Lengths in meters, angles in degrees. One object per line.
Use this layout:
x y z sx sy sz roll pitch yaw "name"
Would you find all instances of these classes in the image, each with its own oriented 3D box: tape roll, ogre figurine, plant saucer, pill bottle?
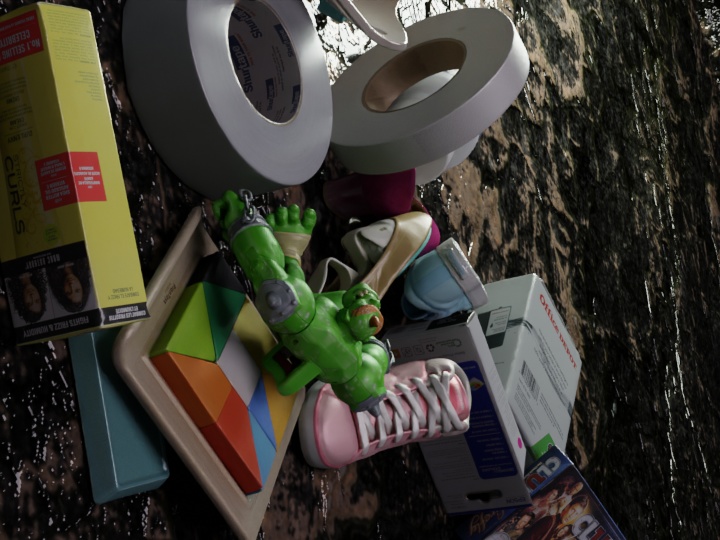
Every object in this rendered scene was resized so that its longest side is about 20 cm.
-0.101 -0.158 0.981 0.200 0.066 0.201 34 50 -52 "tape roll"
-0.034 0.036 0.929 0.120 0.098 0.200 -111 -178 -55 "ogre figurine"
-0.166 0.051 0.828 0.070 0.019 0.200 -2 79 -62 "plant saucer"
0.078 -0.169 1.262 0.111 0.111 0.200 65 31 -22 "pill bottle"
0.056 -0.167 1.129 0.037 0.202 0.203 57 34 -32 "tape roll"

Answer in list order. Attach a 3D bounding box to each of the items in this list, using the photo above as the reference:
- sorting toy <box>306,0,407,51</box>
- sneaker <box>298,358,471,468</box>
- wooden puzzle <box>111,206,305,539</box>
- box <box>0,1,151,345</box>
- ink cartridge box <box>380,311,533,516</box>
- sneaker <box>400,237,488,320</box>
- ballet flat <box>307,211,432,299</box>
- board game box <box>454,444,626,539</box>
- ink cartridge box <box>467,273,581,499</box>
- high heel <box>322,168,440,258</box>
-0.024 -0.266 1.047 0.200 0.107 0.180 44 13 -45 "sorting toy"
0.031 0.118 1.072 0.200 0.104 0.076 -11 91 -61 "sneaker"
-0.097 0.075 0.901 0.185 0.037 0.200 -72 141 -57 "wooden puzzle"
-0.191 -0.058 0.768 0.050 0.075 0.200 -6 86 -62 "box"
0.096 0.141 1.189 0.037 0.095 0.200 -45 118 -58 "ink cartridge box"
0.076 0.015 1.248 0.074 0.082 0.200 60 4 14 "sneaker"
0.000 0.000 1.073 0.063 0.069 0.200 49 50 -19 "ballet flat"
0.199 0.287 1.289 0.200 0.135 0.035 52 -4 -38 "board game box"
0.166 0.124 1.337 0.147 0.083 0.200 60 34 -29 "ink cartridge box"
0.053 -0.061 1.190 0.200 0.096 0.067 32 51 -53 "high heel"
